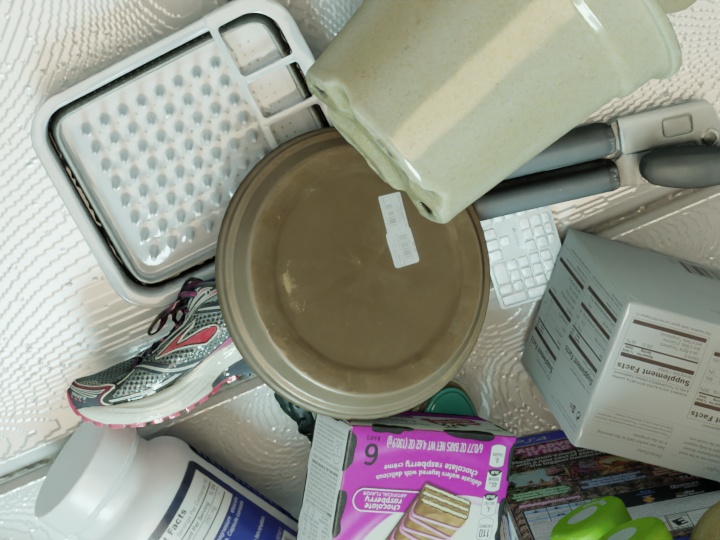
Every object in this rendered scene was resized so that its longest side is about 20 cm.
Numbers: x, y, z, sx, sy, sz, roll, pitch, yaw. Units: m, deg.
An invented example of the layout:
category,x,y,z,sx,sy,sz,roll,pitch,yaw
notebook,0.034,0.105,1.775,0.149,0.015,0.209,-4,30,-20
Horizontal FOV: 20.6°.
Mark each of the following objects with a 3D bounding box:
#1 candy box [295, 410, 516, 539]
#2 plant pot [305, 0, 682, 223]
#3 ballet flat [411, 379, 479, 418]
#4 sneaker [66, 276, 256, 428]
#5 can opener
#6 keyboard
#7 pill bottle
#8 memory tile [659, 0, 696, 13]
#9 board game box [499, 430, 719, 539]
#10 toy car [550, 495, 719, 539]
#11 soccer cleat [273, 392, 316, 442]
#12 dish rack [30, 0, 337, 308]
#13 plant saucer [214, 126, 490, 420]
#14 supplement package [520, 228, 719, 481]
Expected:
category,x,y,z,sx,sy,sz,roll,pitch,yaw
candy box,0.024,0.202,1.397,0.135,0.061,0.202,5,98,-27
plant pot,0.073,-0.138,1.274,0.183,0.200,0.201,-44,109,-5
ballet flat,0.061,0.172,1.477,0.067,0.062,0.202,-16,107,-23
sneaker,-0.114,0.045,1.376,0.199,0.081,0.075,-27,105,1
can opener,0.167,-0.076,1.396,0.198,0.067,0.053,-11,109,-4
keyboard,0.100,-0.068,1.423,0.056,0.011,0.201,-19,110,0
pill bottle,-0.129,0.192,1.435,0.200,0.116,0.116,37,102,-16
memory tile,0.237,-0.288,1.357,0.200,0.017,0.153,-42,108,9
board game box,0.186,0.193,1.424,0.158,0.200,0.098,-10,109,-2
toy car,0.251,0.194,1.258,0.199,0.158,0.165,-30,98,-8
soccer cleat,-0.016,0.108,1.450,0.080,0.068,0.202,-10,104,7
dish rack,-0.111,-0.084,1.377,0.199,0.044,0.172,-27,111,3
plant saucer,0.000,0.000,1.341,0.198,0.029,0.202,2,83,-19
supplement package,0.237,0.068,1.405,0.198,0.156,0.112,16,106,-15
